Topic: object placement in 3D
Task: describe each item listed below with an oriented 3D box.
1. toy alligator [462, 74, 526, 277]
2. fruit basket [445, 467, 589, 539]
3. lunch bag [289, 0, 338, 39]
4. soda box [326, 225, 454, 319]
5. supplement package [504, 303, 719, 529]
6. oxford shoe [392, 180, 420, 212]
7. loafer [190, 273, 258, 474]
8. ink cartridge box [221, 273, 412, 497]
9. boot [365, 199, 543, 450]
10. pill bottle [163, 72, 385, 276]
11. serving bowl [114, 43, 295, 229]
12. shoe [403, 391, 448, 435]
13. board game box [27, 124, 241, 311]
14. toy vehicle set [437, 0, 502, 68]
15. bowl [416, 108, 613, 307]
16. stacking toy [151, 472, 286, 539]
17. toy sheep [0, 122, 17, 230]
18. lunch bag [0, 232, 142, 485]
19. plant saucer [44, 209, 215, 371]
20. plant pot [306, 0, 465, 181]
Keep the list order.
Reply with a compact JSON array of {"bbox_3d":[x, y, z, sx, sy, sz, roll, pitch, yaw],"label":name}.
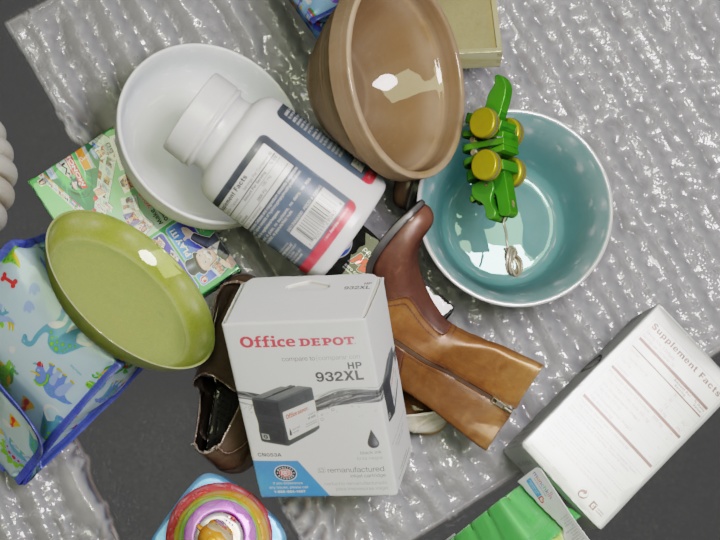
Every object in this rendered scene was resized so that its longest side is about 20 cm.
[{"bbox_3d":[0.126,-0.090,1.612,0.054,0.059,0.203,-9,79,36],"label":"toy alligator"},{"bbox_3d":[0.182,0.313,1.605,0.200,0.185,0.094,49,41,7],"label":"fruit basket"},{"bbox_3d":[0.018,-0.322,1.678,0.199,0.094,0.151,-35,50,1],"label":"lunch bag"},{"bbox_3d":[0.000,0.000,1.686,0.200,0.063,0.071,42,81,3],"label":"soda box"},{"bbox_3d":[0.259,0.149,1.652,0.200,0.117,0.117,-43,86,-10],"label":"supplement package"},{"bbox_3d":[0.038,-0.153,1.715,0.083,0.073,0.202,1,68,-1],"label":"oxford shoe"},{"bbox_3d":[-0.127,0.101,1.646,0.072,0.071,0.203,-2,80,27],"label":"loafer"},{"bbox_3d":[-0.039,0.113,1.581,0.143,0.084,0.202,-2,118,15],"label":"ink cartridge box"},{"bbox_3d":[0.087,0.053,1.599,0.199,0.068,0.190,30,103,5],"label":"boot"},{"bbox_3d":[-0.086,-0.096,1.593,0.199,0.120,0.120,37,80,-4],"label":"pill bottle"},{"bbox_3d":[-0.161,-0.128,1.681,0.198,0.066,0.202,10,64,-22],"label":"serving bowl"},{"bbox_3d":[-0.002,0.121,1.670,0.197,0.053,0.071,12,79,0],"label":"shoe"},{"bbox_3d":[-0.233,-0.044,1.696,0.134,0.029,0.201,-33,84,-8],"label":"board game box"},{"bbox_3d":[0.078,-0.301,1.729,0.123,0.027,0.202,-2,62,-3],"label":"toy vehicle set"},{"bbox_3d":[0.152,-0.054,1.685,0.198,0.105,0.204,1,80,-3],"label":"bowl"},{"bbox_3d":[-0.136,0.255,1.565,0.116,0.200,0.110,38,80,4],"label":"stacking toy"},{"bbox_3d":[-0.408,-0.102,1.643,0.136,0.138,0.203,0,75,-4],"label":"toy sheep"},{"bbox_3d":[-0.328,0.088,1.621,0.200,0.127,0.170,-45,83,20],"label":"lunch bag"},{"bbox_3d":[-0.228,0.026,1.591,0.200,0.200,0.031,46,115,4],"label":"plant saucer"},{"bbox_3d":[0.011,-0.183,1.589,0.092,0.200,0.204,-7,78,35],"label":"plant pot"}]
